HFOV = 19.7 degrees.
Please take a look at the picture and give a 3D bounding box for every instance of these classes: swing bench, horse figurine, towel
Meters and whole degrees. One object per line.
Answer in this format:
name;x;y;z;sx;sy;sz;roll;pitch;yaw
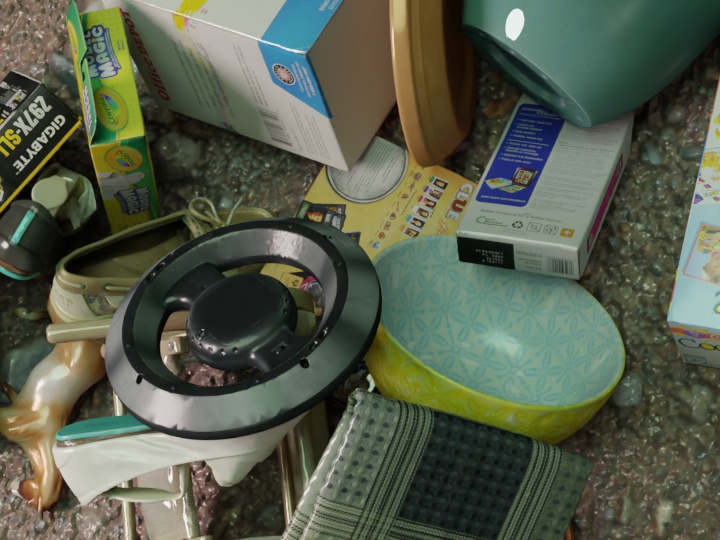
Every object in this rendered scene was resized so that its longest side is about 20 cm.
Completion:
swing bench;-0.111;0.130;1.535;0.199;0.130;0.200;-8;80;12
horse figurine;-0.250;0.079;1.652;0.132;0.050;0.201;28;83;30
towel;0.042;0.190;1.436;0.201;0.191;0.035;-67;22;15

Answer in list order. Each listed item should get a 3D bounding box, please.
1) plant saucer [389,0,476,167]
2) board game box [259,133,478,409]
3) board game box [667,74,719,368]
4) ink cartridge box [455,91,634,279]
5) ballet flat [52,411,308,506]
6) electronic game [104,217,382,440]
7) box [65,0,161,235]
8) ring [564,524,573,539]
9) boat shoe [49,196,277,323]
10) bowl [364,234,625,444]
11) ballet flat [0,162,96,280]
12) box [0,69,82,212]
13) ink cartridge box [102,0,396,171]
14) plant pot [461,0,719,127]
plant saucer;0.059;-0.179;1.574;0.037;0.200;0.202;-1;71;12
board game box;0.000;0.000;1.617;0.135;0.035;0.201;27;80;23
board game box;0.297;-0.033;1.507;0.104;0.103;0.201;10;74;18
ink cartridge box;0.146;-0.074;1.575;0.094;0.037;0.201;9;45;18
ballet flat;-0.117;0.124;1.445;0.199;0.069;0.070;-12;68;15
electronic game;-0.082;0.037;1.435;0.199;0.042;0.201;-11;44;11
box;-0.192;-0.118;1.622;0.048;0.200;0.118;-12;68;-3
ring;0.058;0.209;1.535;0.199;0.019;0.202;-5;70;15
boat shoe;-0.144;-0.008;1.610;0.199;0.063;0.073;-23;62;-24
bowl;0.082;0.075;1.514;0.200;0.200;0.108;35;125;23
ballet flat;-0.238;-0.042;1.617;0.068;0.200;0.069;26;101;-4
box;-0.302;-0.083;1.655;0.049;0.200;0.160;41;85;-17
ink cartridge box;-0.071;-0.200;1.627;0.199;0.148;0.145;20;64;26
plant pot;0.170;-0.207;1.556;0.200;0.201;0.161;38;87;24
